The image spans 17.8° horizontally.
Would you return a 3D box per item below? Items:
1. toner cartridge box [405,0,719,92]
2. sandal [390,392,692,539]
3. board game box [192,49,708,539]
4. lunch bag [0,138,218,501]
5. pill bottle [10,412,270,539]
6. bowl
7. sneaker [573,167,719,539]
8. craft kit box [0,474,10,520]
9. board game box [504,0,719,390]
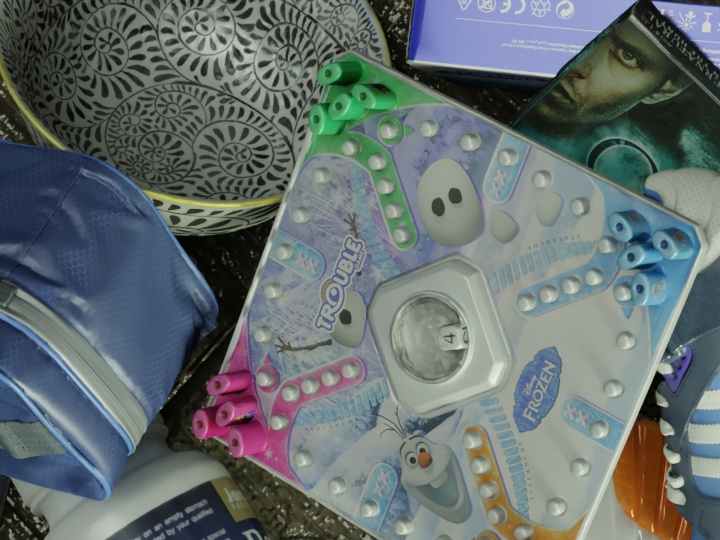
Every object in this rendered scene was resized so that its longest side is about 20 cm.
[{"bbox_3d":[0.131,-0.105,1.107,0.199,0.095,0.043,8,90,18],"label":"toner cartridge box"},{"bbox_3d":[0.104,0.092,1.105,0.206,0.059,0.079,29,92,-14],"label":"sandal"},{"bbox_3d":[0.031,0.031,1.031,0.199,0.026,0.201,29,108,25],"label":"board game box"},{"bbox_3d":[-0.187,0.023,1.101,0.199,0.136,0.133,11,57,37],"label":"lunch bag"},{"bbox_3d":[-0.094,0.161,1.155,0.111,0.111,0.201,-36,78,12],"label":"pill bottle"},{"bbox_3d":[-0.090,-0.084,1.158,0.199,0.094,0.202,8,52,-10],"label":"bowl"},{"bbox_3d":[0.149,0.046,1.044,0.146,0.081,0.201,29,124,12],"label":"sneaker"},{"bbox_3d":[-0.268,0.022,1.252,0.199,0.048,0.199,15,94,17],"label":"craft kit box"},{"bbox_3d":[0.155,-0.015,1.070,0.200,0.028,0.135,42,124,-6],"label":"board game box"}]
